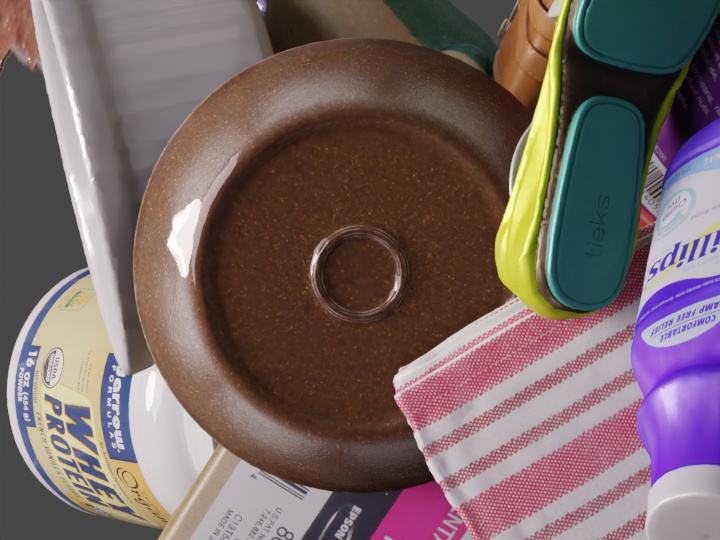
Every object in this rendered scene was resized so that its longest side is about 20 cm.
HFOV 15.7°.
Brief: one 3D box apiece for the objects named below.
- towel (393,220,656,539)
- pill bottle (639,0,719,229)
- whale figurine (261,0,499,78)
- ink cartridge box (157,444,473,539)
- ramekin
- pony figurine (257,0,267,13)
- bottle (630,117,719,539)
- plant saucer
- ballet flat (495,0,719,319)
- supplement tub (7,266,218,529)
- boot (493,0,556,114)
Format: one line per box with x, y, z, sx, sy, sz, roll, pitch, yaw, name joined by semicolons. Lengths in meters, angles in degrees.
0.120;0.094;1.078;0.146;0.030;0.200;-30;82;2;towel
0.183;-0.089;1.095;0.200;0.112;0.113;-38;52;41;pill bottle
0.007;-0.118;1.292;0.159;0.200;0.104;12;49;39;whale figurine
0.016;0.101;1.215;0.200;0.165;0.075;-58;2;25;ink cartridge box
-0.090;-0.057;1.242;0.200;0.098;0.201;167;90;-82;ramekin
-0.006;-0.218;1.360;0.200;0.167;0.193;-51;15;12;pony figurine
0.145;0.024;0.994;0.084;0.065;0.200;-25;34;37;bottle
0.000;0.000;1.122;0.037;0.200;0.201;-79;5;-85;plant saucer
0.097;-0.079;1.059;0.067;0.067;0.200;22;97;65;ballet flat
-0.083;0.068;1.382;0.200;0.144;0.145;2;82;54;supplement tub
0.106;-0.130;1.170;0.074;0.200;0.155;42;114;10;boot
